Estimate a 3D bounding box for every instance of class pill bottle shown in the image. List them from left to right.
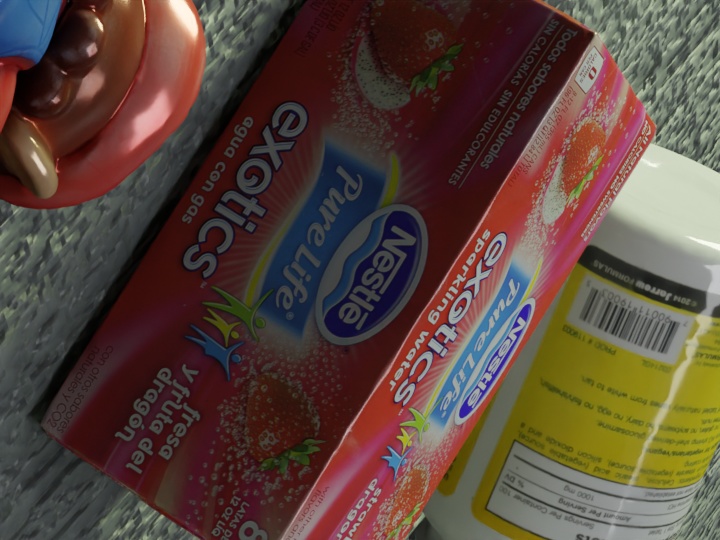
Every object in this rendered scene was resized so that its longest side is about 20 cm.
[{"bbox_3d":[0.087,0.055,1.168,0.112,0.112,0.201,-14,131,-58],"label":"pill bottle"}]

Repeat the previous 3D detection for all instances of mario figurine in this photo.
[{"bbox_3d":[-0.108,-0.070,0.685,0.123,0.106,0.200,-42,162,-8],"label":"mario figurine"}]

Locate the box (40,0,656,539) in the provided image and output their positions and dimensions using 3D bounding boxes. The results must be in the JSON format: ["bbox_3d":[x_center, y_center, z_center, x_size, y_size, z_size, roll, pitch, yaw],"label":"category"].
[{"bbox_3d":[0.000,0.000,0.952,0.200,0.095,0.100,-58,157,-4],"label":"box"}]
